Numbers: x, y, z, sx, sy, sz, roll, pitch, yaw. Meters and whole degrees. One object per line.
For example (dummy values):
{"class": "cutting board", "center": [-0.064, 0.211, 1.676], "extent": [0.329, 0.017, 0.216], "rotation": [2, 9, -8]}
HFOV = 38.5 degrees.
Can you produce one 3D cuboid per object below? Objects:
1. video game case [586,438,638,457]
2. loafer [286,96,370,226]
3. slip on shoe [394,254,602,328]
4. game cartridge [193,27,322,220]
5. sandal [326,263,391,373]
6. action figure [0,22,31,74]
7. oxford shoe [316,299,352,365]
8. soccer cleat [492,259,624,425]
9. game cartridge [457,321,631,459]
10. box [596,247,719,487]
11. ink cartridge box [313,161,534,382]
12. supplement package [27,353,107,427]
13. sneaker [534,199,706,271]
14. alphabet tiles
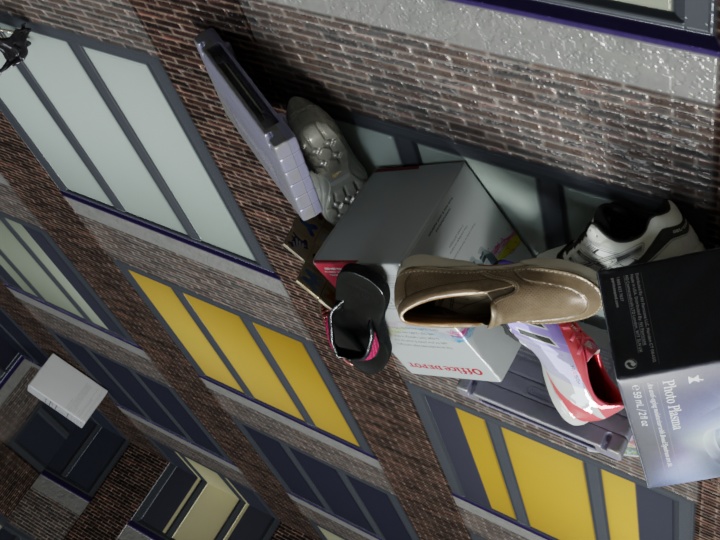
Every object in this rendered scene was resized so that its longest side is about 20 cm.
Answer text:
{"class": "video game case", "center": [0.367, 0.189, 1.203], "extent": [0.199, 0.018, 0.143], "rotation": [4, 148, 14]}
{"class": "loafer", "center": [-0.034, -0.119, 1.158], "extent": [0.070, 0.070, 0.200], "rotation": [62, 176, 34]}
{"class": "slip on shoe", "center": [0.130, 0.028, 0.969], "extent": [0.199, 0.061, 0.076], "rotation": [7, 133, 4]}
{"class": "game cartridge", "center": [-0.107, -0.156, 1.101], "extent": [0.200, 0.038, 0.130], "rotation": [54, 174, 34]}
{"class": "sandal", "center": [-0.007, 0.062, 1.090], "extent": [0.075, 0.045, 0.200], "rotation": [24, 153, 13]}
{"class": "action figure", "center": [-0.513, -0.331, 1.301], "extent": [0.200, 0.102, 0.119], "rotation": [45, 166, -28]}
{"class": "oxford shoe", "center": [-0.026, 0.028, 1.329], "extent": [0.075, 0.070, 0.201], "rotation": [121, 136, -74]}
{"class": "soccer cleat", "center": [0.205, 0.069, 1.070], "extent": [0.073, 0.068, 0.200], "rotation": [-24, 101, 47]}
{"class": "game cartridge", "center": [0.225, 0.117, 1.166], "extent": [0.199, 0.130, 0.038], "rotation": [21, 158, 27]}
{"class": "box", "center": [0.327, 0.082, 0.898], "extent": [0.198, 0.124, 0.200], "rotation": [-13, 139, 15]}
{"class": "ink cartridge box", "center": [0.083, 0.004, 1.127], "extent": [0.145, 0.145, 0.200], "rotation": [1, 139, 48]}
{"class": "supplement package", "center": [-0.874, 0.359, 3.077], "extent": [0.200, 0.121, 0.120], "rotation": [37, 157, -7]}
{"class": "sneaker", "center": [0.236, -0.027, 0.988], "extent": [0.200, 0.076, 0.088], "rotation": [-7, 120, 51]}
{"class": "alphabet tiles", "center": [0.000, 0.000, 1.218], "extent": [0.200, 0.167, 0.006], "rotation": [40, 131, -15]}
